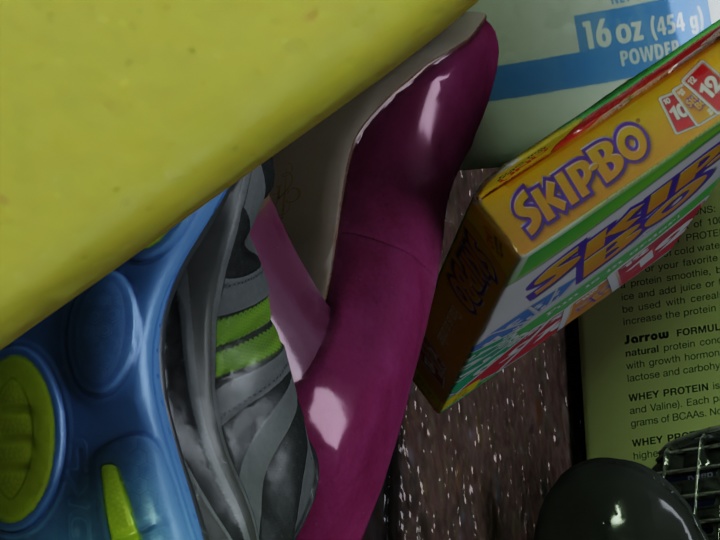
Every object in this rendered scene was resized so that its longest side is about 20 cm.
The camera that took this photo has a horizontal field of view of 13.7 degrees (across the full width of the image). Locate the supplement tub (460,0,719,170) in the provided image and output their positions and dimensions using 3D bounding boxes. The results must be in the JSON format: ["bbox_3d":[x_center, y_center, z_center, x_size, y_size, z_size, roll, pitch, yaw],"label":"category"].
[{"bbox_3d":[0.056,-0.140,0.952,0.132,0.132,0.200,-38,118,-71],"label":"supplement tub"}]

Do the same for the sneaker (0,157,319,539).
[{"bbox_3d":[-0.049,0.018,0.639,0.083,0.071,0.200,38,51,-74],"label":"sneaker"}]

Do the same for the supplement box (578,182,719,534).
[{"bbox_3d":[0.197,0.018,1.222,0.134,0.200,0.200,52,33,-62],"label":"supplement box"}]

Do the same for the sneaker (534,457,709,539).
[{"bbox_3d":[0.085,0.161,0.994,0.088,0.074,0.201,17,68,-70],"label":"sneaker"}]

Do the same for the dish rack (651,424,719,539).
[{"bbox_3d":[0.140,0.156,1.070,0.153,0.054,0.200,162,-68,-66],"label":"dish rack"}]

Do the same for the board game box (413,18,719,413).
[{"bbox_3d":[0.065,-0.015,0.863,0.030,0.095,0.200,53,-14,12],"label":"board game box"}]

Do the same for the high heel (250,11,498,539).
[{"bbox_3d":[0.000,0.000,0.803,0.200,0.067,0.096,-46,119,-53],"label":"high heel"}]

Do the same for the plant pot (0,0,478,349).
[{"bbox_3d":[-0.027,-0.139,0.451,0.196,0.200,0.194,52,28,-23],"label":"plant pot"}]
